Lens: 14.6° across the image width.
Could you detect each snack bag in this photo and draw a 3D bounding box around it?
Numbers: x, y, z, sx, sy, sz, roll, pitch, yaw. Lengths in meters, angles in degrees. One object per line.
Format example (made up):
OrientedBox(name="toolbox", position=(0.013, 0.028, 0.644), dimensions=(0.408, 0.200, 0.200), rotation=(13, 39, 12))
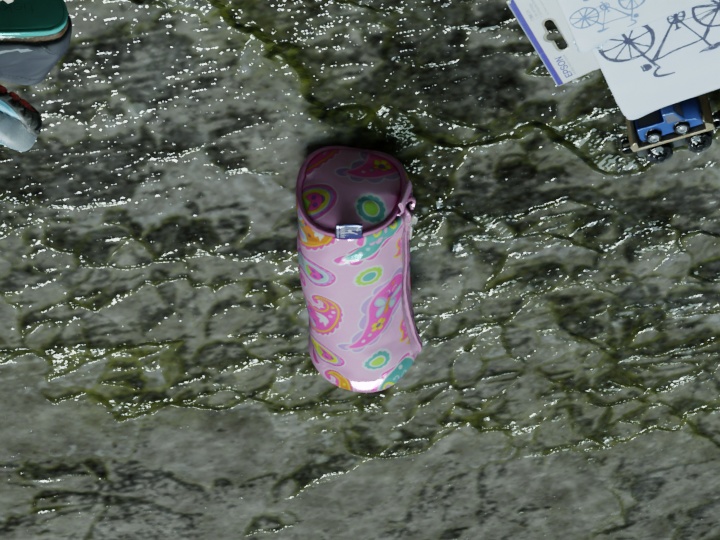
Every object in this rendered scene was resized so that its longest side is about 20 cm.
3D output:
OrientedBox(name="snack bag", position=(0.219, -0.172, 1.748), dimensions=(0.188, 0.021, 0.200), rotation=(-18, 142, 11))

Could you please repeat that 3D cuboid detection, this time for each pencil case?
OrientedBox(name="pencil case", position=(0.000, 0.000, 1.948), dimensions=(0.087, 0.088, 0.200), rotation=(-6, 143, -2))

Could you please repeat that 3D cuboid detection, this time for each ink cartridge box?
OrientedBox(name="ink cartridge box", position=(0.196, -0.189, 1.769), dimensions=(0.199, 0.039, 0.100), rotation=(-20, 142, 13))

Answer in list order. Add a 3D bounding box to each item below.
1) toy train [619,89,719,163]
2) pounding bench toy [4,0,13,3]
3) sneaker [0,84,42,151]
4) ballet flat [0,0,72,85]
OrientedBox(name="toy train", position=(0.267, -0.117, 1.884), dimensions=(0.199, 0.034, 0.046), rotation=(-17, 139, 12))
OrientedBox(name="pounding bench toy", position=(-0.249, -0.236, 1.546), dimensions=(0.156, 0.125, 0.200), rotation=(-24, 141, 22))
OrientedBox(name="sneaker", position=(-0.284, -0.077, 1.648), dimensions=(0.199, 0.096, 0.079), rotation=(8, 177, 11))
OrientedBox(name="ballet flat", position=(-0.276, -0.143, 1.716), dimensions=(0.199, 0.073, 0.073), rotation=(4, 142, -19))
